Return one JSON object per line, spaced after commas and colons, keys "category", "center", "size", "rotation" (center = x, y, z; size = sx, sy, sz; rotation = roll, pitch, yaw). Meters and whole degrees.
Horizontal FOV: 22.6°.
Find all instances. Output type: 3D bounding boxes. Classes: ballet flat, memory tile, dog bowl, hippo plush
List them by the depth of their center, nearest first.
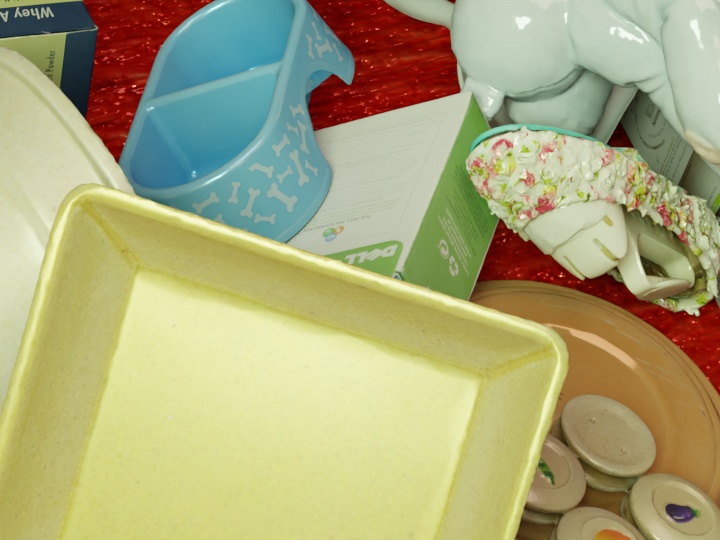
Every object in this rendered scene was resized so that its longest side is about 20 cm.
{"category": "memory tile", "center": [0.121, 0.141, 0.782], "size": [0.152, 0.017, 0.200], "rotation": [-14, 52, -40]}
{"category": "ballet flat", "center": [0.132, -0.022, 0.934], "size": [0.199, 0.075, 0.065], "rotation": [16, 54, -45]}
{"category": "hippo plush", "center": [0.129, -0.112, 0.942], "size": [0.159, 0.200, 0.161], "rotation": [-17, 64, 23]}
{"category": "dog bowl", "center": [-0.068, -0.081, 0.954], "size": [0.110, 0.050, 0.201], "rotation": [-14, 37, 21]}

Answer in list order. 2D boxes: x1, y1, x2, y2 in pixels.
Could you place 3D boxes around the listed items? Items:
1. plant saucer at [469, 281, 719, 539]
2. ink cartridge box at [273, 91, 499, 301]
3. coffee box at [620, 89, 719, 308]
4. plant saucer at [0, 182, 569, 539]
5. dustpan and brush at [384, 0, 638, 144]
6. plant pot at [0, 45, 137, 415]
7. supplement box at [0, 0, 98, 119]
{"category": "plant saucer", "center": [0.097, 0.079, 0.895], "size": [0.198, 0.033, 0.202], "rotation": [9, 45, -9]}
{"category": "ink cartridge box", "center": [0.000, 0.000, 0.897], "size": [0.103, 0.060, 0.201], "rotation": [-11, 35, 29]}
{"category": "coffee box", "center": [0.236, -0.071, 1.057], "size": [0.113, 0.080, 0.201], "rotation": [-3, 48, -22]}
{"category": "plant saucer", "center": [-0.041, 0.088, 0.689], "size": [0.198, 0.202, 0.048], "rotation": [17, 6, 5]}
{"category": "dustpan and brush", "center": [0.086, -0.144, 1.087], "size": [0.199, 0.057, 0.140], "rotation": [29, 82, 21]}
{"category": "plant pot", "center": [-0.194, 0.033, 0.766], "size": [0.182, 0.201, 0.201], "rotation": [-30, 60, -24]}
{"category": "supplement box", "center": [-0.263, -0.125, 0.917], "size": [0.198, 0.135, 0.201], "rotation": [-11, 51, -26]}
